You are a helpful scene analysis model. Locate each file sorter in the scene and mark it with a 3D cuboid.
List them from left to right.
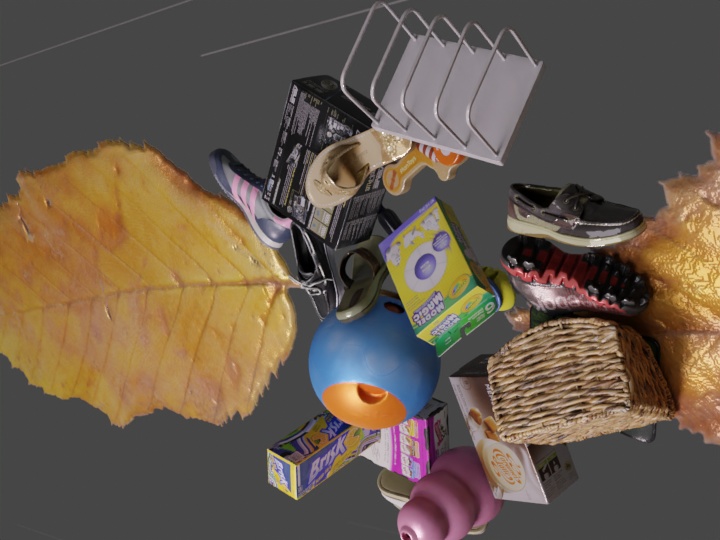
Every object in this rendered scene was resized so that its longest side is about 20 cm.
[{"bbox_3d":[0.098,-0.238,1.306,0.199,0.124,0.140,20,83,32],"label":"file sorter"}]

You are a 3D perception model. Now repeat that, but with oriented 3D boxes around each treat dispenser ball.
[{"bbox_3d":[0.021,0.137,1.594,0.200,0.200,0.202,24,127,35],"label":"treat dispenser ball"}]

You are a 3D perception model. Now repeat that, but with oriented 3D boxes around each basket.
[{"bbox_3d":[0.285,0.142,1.386,0.199,0.149,0.144,-22,68,35],"label":"basket"}]

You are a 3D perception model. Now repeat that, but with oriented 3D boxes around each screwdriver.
[{"bbox_3d":[0.008,-0.117,1.594,0.200,0.029,0.028,50,138,9],"label":"screwdriver"}]

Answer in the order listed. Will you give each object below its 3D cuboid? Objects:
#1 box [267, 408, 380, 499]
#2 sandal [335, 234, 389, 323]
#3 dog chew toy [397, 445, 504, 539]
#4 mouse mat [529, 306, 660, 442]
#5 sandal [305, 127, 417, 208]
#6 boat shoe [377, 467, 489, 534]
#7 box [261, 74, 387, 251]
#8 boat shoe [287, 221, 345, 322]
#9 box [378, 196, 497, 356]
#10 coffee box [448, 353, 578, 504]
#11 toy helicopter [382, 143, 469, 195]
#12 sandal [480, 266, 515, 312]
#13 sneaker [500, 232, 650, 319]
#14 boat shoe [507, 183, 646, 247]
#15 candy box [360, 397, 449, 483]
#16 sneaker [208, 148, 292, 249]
[{"bbox_3d":[-0.055,0.271,1.654,0.064,0.199,0.071,22,125,35],"label":"box"},{"bbox_3d":[0.001,0.000,1.556,0.080,0.201,0.057,-32,110,26],"label":"sandal"},{"bbox_3d":[0.132,0.351,1.600,0.124,0.199,0.125,23,127,35],"label":"dog chew toy"},{"bbox_3d":[0.314,0.139,1.442,0.199,0.008,0.162,18,124,40],"label":"mouse mat"},{"bbox_3d":[-0.020,-0.142,1.439,0.211,0.070,0.078,-28,91,37],"label":"sandal"},{"bbox_3d":[0.124,0.380,1.732,0.199,0.075,0.069,21,153,29],"label":"boat shoe"},{"bbox_3d":[-0.042,-0.160,1.557,0.163,0.086,0.201,34,123,28],"label":"box"},{"bbox_3d":[-0.075,0.005,1.719,0.073,0.068,0.201,17,123,39],"label":"boat shoe"},{"bbox_3d":[0.106,0.009,1.452,0.117,0.048,0.201,-41,50,21],"label":"box"},{"bbox_3d":[0.221,0.225,1.525,0.114,0.079,0.201,-8,106,52],"label":"coffee box"},{"bbox_3d":[0.084,-0.174,1.449,0.133,0.079,0.200,60,139,11],"label":"toy helicopter"},{"bbox_3d":[0.120,0.018,1.514,0.199,0.087,0.080,17,125,41],"label":"sandal"},{"bbox_3d":[0.277,0.022,1.369,0.199,0.071,0.098,19,143,25],"label":"sneaker"},{"bbox_3d":[0.262,-0.076,1.325,0.200,0.072,0.066,10,124,48],"label":"boat shoe"},{"bbox_3d":[0.052,0.255,1.735,0.199,0.061,0.137,18,124,38],"label":"candy box"},{"bbox_3d":[-0.170,-0.136,1.752,0.082,0.070,0.200,-42,82,32],"label":"sneaker"}]
